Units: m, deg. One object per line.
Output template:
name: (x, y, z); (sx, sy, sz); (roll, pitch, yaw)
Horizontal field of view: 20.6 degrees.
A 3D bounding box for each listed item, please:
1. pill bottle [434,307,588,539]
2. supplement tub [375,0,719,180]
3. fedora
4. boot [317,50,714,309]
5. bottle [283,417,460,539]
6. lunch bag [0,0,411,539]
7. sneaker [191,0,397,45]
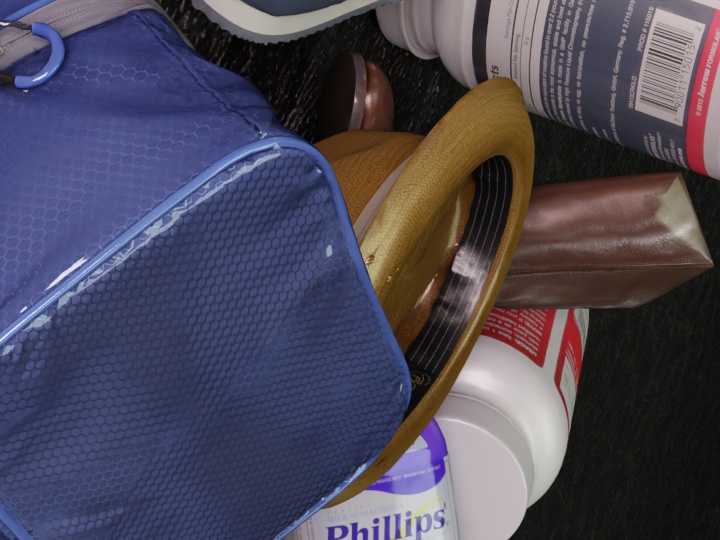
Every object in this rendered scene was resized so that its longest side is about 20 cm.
pill bottle: (0.060, 0.063, 1.062); (0.200, 0.112, 0.113); (-67, 171, -61)
supplement tub: (0.122, -0.135, 0.942); (0.140, 0.200, 0.141); (-50, 153, -38)
fedora: (0.000, 0.000, 0.836); (0.201, 0.082, 0.201); (-52, 157, -33)
boot: (0.079, -0.039, 0.955); (0.187, 0.199, 0.064); (97, -9, -57)
bottle: (0.001, 0.097, 0.930); (0.083, 0.065, 0.201); (-9, 95, -21)
lunch bag: (-0.086, 0.000, 0.600); (0.136, 0.132, 0.200); (-37, 145, -13)
sneaker: (0.009, -0.155, 0.808); (0.082, 0.070, 0.200); (-53, 173, 38)
